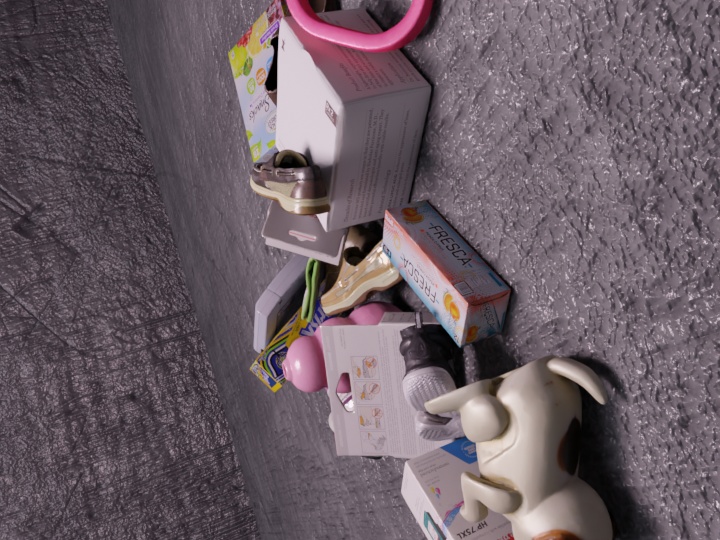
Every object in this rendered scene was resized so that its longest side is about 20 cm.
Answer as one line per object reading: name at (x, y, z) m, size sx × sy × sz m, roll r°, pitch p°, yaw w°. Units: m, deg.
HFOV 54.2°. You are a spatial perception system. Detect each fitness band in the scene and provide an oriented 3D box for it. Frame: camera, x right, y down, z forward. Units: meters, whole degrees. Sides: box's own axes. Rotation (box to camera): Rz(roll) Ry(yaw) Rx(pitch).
fitness band at (-0.004, -0.337, 0.819) m, size 0.196 × 0.037 × 0.148 m, roll 22°, pitch 109°, yaw 24°

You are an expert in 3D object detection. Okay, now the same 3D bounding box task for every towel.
towel at (-0.072, -0.039, 1.155) m, size 0.203 × 0.030 × 0.152 m, roll -81°, pitch 0°, yaw -45°

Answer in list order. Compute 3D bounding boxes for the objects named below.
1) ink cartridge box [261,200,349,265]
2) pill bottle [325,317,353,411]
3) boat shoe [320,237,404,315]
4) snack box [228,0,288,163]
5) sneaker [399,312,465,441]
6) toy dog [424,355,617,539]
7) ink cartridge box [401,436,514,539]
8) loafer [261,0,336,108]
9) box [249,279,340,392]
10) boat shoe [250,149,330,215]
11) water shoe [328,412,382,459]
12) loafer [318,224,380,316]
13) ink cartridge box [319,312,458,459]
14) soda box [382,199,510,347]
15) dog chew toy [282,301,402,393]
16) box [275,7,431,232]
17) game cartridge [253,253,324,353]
ink cartridge box at (-0.067, -0.086, 1.012) m, size 0.068 × 0.113 × 0.203 m, roll 105°, pitch -179°, yaw -49°
pill bottle at (0.000, 0.187, 1.142) m, size 0.203 × 0.109 × 0.114 m, roll 61°, pitch 154°, yaw 30°
boat shoe at (0.000, 0.000, 1.022) m, size 0.198 × 0.072 × 0.077 m, roll -31°, pitch 96°, yaw 42°
snack box at (-0.130, -0.301, 1.136) m, size 0.167 × 0.066 × 0.206 m, roll -27°, pitch 74°, yaw 46°
sneaker at (0.094, 0.132, 0.872) m, size 0.202 × 0.073 × 0.117 m, roll 66°, pitch -162°, yaw -55°
toy dog at (0.186, 0.200, 0.716) m, size 0.191 × 0.138 × 0.205 m, roll -26°, pitch 76°, yaw 30°
ink cartridge box at (0.146, 0.313, 0.863) m, size 0.201 × 0.113 × 0.069 m, roll 53°, pitch 148°, yaw 42°
loafer at (-0.088, -0.331, 1.012) m, size 0.071 × 0.071 × 0.206 m, roll 15°, pitch 93°, yaw 25°
box at (-0.103, 0.111, 1.227) m, size 0.064 × 0.201 × 0.070 m, roll 40°, pitch 155°, yaw -2°
boat shoe at (-0.089, -0.121, 0.899) m, size 0.199 × 0.071 × 0.067 m, roll 31°, pitch 122°, yaw 56°
water shoe at (0.003, 0.273, 1.273) m, size 0.199 × 0.070 × 0.081 m, roll 19°, pitch 93°, yaw 66°
loafer at (-0.025, -0.005, 1.127) m, size 0.068 × 0.075 × 0.202 m, roll 47°, pitch 138°, yaw 20°
ink cartridge box at (0.042, 0.159, 0.966) m, size 0.045 × 0.171 × 0.206 m, roll -50°, pitch -44°, yaw -65°
soda box at (0.098, -0.002, 0.855) m, size 0.201 × 0.062 × 0.070 m, roll -126°, pitch 30°, yaw -44°
dog chew toy at (-0.018, 0.120, 1.025) m, size 0.124 × 0.194 × 0.129 m, roll 168°, pitch 90°, yaw -71°
box at (-0.020, -0.201, 0.932) m, size 0.201 × 0.127 × 0.203 m, roll 58°, pitch 152°, yaw 36°
game cartridge at (-0.125, 0.040, 1.262) m, size 0.041 × 0.201 × 0.135 m, roll 26°, pitch 139°, yaw 17°
